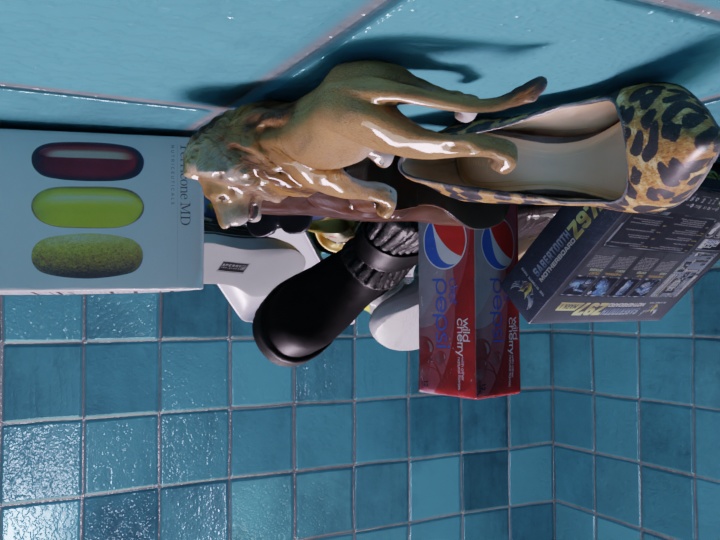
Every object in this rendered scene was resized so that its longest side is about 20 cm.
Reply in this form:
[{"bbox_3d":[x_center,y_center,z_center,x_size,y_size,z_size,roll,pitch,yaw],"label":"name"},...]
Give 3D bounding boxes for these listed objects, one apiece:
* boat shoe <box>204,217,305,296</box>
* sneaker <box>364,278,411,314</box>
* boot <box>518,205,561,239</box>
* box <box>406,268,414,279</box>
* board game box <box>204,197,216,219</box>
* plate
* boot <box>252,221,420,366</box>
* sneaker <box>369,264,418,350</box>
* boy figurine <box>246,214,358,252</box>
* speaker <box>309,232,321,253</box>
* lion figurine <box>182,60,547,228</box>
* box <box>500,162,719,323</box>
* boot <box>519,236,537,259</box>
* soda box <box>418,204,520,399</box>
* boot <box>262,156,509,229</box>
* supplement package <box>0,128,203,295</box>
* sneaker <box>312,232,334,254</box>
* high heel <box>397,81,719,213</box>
[{"bbox_3d":[-0.131,-0.022,0.802,0.071,0.064,0.200,-48,152,17],"label":"boat shoe"},{"bbox_3d":[0.011,0.005,0.960,0.076,0.075,0.200,35,-179,-11],"label":"sneaker"},{"bbox_3d":[0.203,-0.056,0.805,0.174,0.069,0.200,-6,-179,12],"label":"boot"},{"bbox_3d":[0.173,-0.029,1.163,0.200,0.049,0.161,-1,-163,22],"label":"box"},{"bbox_3d":[-0.201,-0.067,0.830,0.135,0.034,0.200,-2,177,31],"label":"board game box"},{"bbox_3d":[-0.118,-0.012,0.994,0.200,0.200,0.032,-1,-139,36],"label":"plate"},{"bbox_3d":[-0.001,-0.002,0.757,0.211,0.079,0.158,-41,180,-39],"label":"boot"},{"bbox_3d":[0.078,0.022,0.860,0.200,0.075,0.088,-17,-131,-34],"label":"sneaker"},{"bbox_3d":[-0.051,-0.056,0.805,0.124,0.064,0.200,-4,174,16],"label":"boy figurine"},{"bbox_3d":[-0.109,-0.032,1.120,0.088,0.089,0.200,0,178,-13],"label":"speaker"},{"bbox_3d":[-0.010,-0.075,0.422,0.122,0.073,0.200,15,156,-29],"label":"lion figurine"},{"bbox_3d":[0.237,-0.024,0.668,0.200,0.051,0.158,2,133,-38],"label":"box"},{"bbox_3d":[0.184,-0.034,0.999,0.200,0.072,0.166,-13,176,12],"label":"boot"},{"bbox_3d":[0.096,0.009,0.691,0.063,0.200,0.070,1,178,-42],"label":"soda box"},{"bbox_3d":[-0.006,-0.066,0.631,0.200,0.064,0.186,1,178,45],"label":"boot"},{"bbox_3d":[-0.218,-0.039,0.573,0.200,0.114,0.110,-1,179,-15],"label":"supplement package"},{"bbox_3d":[0.043,-0.053,0.989,0.104,0.060,0.200,-4,179,44],"label":"sneaker"},{"bbox_3d":[0.102,-0.063,0.449,0.142,0.071,0.200,-6,-173,-4],"label":"high heel"}]
